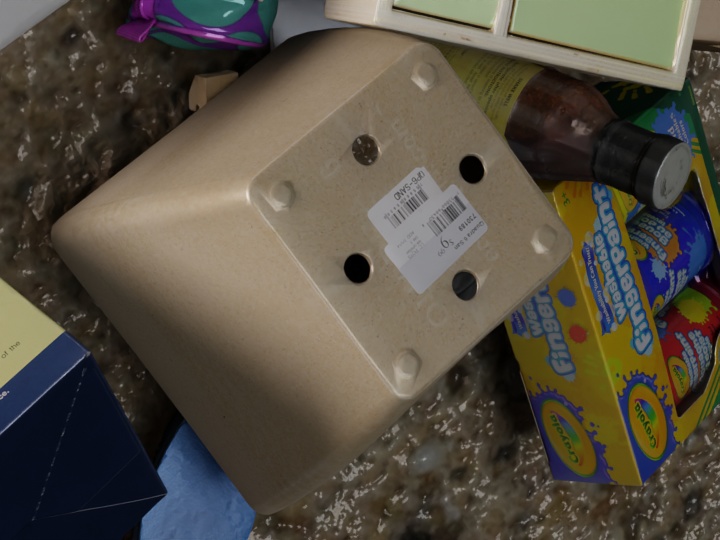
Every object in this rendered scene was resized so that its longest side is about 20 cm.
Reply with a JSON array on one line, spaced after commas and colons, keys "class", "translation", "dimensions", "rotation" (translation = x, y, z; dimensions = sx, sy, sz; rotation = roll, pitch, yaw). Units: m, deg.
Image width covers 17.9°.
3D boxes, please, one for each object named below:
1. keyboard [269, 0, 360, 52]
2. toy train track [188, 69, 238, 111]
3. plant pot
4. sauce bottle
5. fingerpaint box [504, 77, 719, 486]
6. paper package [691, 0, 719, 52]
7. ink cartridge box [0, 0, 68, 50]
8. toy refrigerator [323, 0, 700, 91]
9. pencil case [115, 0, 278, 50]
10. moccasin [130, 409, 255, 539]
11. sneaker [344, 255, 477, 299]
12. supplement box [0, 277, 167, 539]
[{"class": "keyboard", "translation": [0.032, -0.165, 1.373], "dimensions": [0.199, 0.011, 0.057], "rotation": [-12, 110, -28]}, {"class": "toy train track", "translation": [-0.088, -0.017, 1.318], "dimensions": [0.114, 0.032, 0.201], "rotation": [-13, 112, -37]}, {"class": "plant pot", "translation": [-0.008, -0.014, 1.198], "dimensions": [0.200, 0.177, 0.200], "rotation": [-40, 98, -25]}, {"class": "sauce bottle", "translation": [0.095, -0.089, 1.311], "dimensions": [0.066, 0.200, 0.066], "rotation": [-34, 137, -38]}, {"class": "fingerpaint box", "translation": [0.162, 0.005, 1.412], "dimensions": [0.167, 0.073, 0.201], "rotation": [-37, 117, -42]}, {"class": "paper package", "translation": [0.158, -0.234, 1.369], "dimensions": [0.190, 0.103, 0.201], "rotation": [0, 96, -30]}, {"class": "ink cartridge box", "translation": [-0.194, -0.172, 1.156], "dimensions": [0.200, 0.145, 0.084], "rotation": [-38, 115, -19]}, {"class": "toy refrigerator", "translation": [0.088, -0.153, 1.242], "dimensions": [0.199, 0.070, 0.076], "rotation": [10, 95, -28]}, {"class": "pencil case", "translation": [-0.078, -0.221, 1.252], "dimensions": [0.092, 0.085, 0.201], "rotation": [2, 98, -47]}, {"class": "moccasin", "translation": [-0.114, 0.168, 1.316], "dimensions": [0.080, 0.068, 0.201], "rotation": [15, 90, -24]}, {"class": "sneaker", "translation": [-0.002, -0.001, 1.337], "dimensions": [0.200, 0.060, 0.104], "rotation": [-37, 133, -20]}, {"class": "supplement box", "translation": [-0.244, 0.090, 1.122], "dimensions": [0.200, 0.200, 0.134], "rotation": [-43, 146, -17]}]
